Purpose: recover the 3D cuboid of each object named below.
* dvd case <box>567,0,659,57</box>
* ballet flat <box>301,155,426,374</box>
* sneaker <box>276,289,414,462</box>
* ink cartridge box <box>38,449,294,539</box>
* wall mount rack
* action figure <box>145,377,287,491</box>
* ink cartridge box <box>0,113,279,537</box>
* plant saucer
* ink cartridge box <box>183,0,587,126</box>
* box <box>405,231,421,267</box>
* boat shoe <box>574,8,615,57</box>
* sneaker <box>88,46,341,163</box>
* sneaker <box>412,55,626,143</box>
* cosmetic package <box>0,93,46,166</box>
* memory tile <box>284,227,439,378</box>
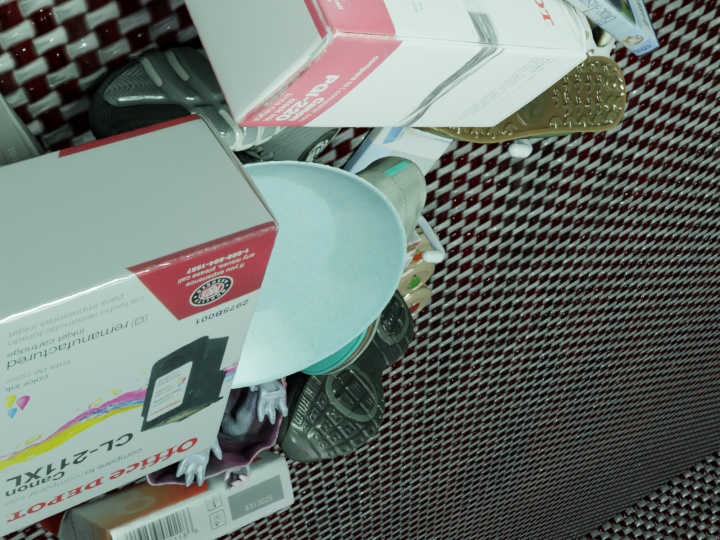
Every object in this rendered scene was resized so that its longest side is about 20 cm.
[{"bbox_3d":[0.104,-0.205,0.718,0.018,0.143,0.200,-24,162,26],"label":"dvd case"},{"bbox_3d":[0.000,0.000,0.910,0.064,0.067,0.200,-42,164,-40],"label":"ballet flat"},{"bbox_3d":[-0.025,0.086,1.044,0.091,0.076,0.200,-22,-160,33],"label":"sneaker"},{"bbox_3d":[-0.173,0.181,1.100,0.162,0.200,0.050,-19,109,-32],"label":"ink cartridge box"},{"bbox_3d":[0.022,-0.074,0.937,0.174,0.075,0.200,9,131,-39],"label":"wall mount rack"},{"bbox_3d":[-0.144,0.098,0.985,0.134,0.149,0.200,-2,-175,-27],"label":"action figure"},{"bbox_3d":[-0.136,0.033,0.658,0.146,0.083,0.200,-21,150,-30],"label":"ink cartridge box"},{"bbox_3d":[-0.072,-0.004,0.817,0.201,0.039,0.201,-13,140,-11],"label":"plant saucer"},{"bbox_3d":[0.006,-0.152,0.670,0.200,0.146,0.085,-7,158,-45],"label":"ink cartridge box"},{"bbox_3d":[-0.044,-0.001,1.026,0.200,0.041,0.039,-20,153,-32],"label":"box"},{"bbox_3d":[0.153,-0.162,0.943,0.069,0.071,0.200,-37,155,9],"label":"boat shoe"},{"bbox_3d":[-0.076,-0.081,0.797,0.200,0.075,0.116,-20,155,-32],"label":"sneaker"},{"bbox_3d":[0.070,-0.112,0.837,0.200,0.067,0.090,-1,-177,-36],"label":"sneaker"},{"bbox_3d":[-0.244,0.005,0.696,0.200,0.107,0.090,-34,155,-7],"label":"cosmetic package"},{"bbox_3d":[-0.018,0.039,1.164,0.200,0.017,0.153,-27,155,-16],"label":"memory tile"}]
